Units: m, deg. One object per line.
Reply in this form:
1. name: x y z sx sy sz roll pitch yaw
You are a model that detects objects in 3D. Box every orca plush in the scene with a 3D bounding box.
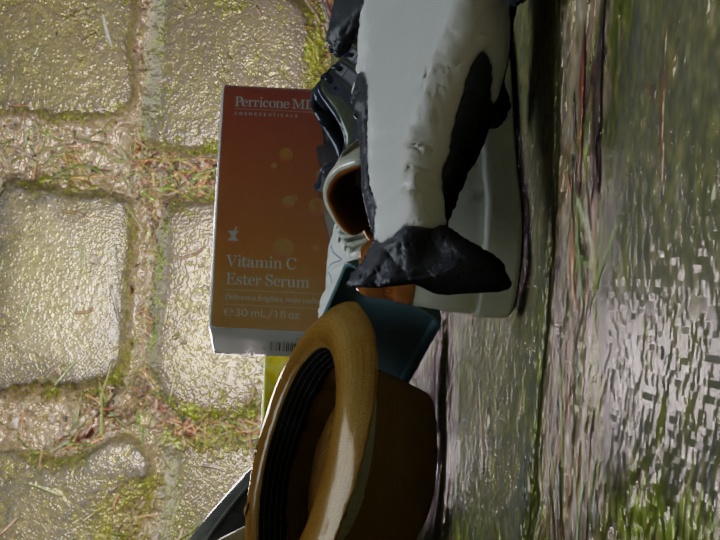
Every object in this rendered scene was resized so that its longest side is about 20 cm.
1. orca plush: 0.047 -0.076 0.646 0.105 0.071 0.202 -29 50 32

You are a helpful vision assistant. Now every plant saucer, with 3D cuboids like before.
1. plant saucer: -0.002 0.063 1.044 0.019 0.070 0.201 -54 -7 -36

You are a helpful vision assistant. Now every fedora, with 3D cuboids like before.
1. fedora: -0.007 0.123 0.977 0.200 0.081 0.203 -166 90 -71

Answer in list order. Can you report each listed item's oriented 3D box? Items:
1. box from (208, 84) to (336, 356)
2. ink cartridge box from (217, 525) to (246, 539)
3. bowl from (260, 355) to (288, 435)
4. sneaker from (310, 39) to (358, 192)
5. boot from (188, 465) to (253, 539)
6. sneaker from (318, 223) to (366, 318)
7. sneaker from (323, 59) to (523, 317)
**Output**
1. box: -0.044 -0.037 1.314 0.106 0.150 0.203 104 168 -77
2. ink cartridge box: -0.096 0.269 1.061 0.145 0.199 0.146 57 146 15
3. bowl: -0.038 0.111 1.484 0.200 0.106 0.203 -178 90 -87
4. sneaker: 0.006 -0.137 1.122 0.074 0.080 0.202 105 167 -67
5. boot: -0.062 0.201 1.277 0.201 0.072 0.183 -63 -33 -32
6. sneaker: 0.000 0.000 1.108 0.200 0.074 0.088 140 123 -84
7. sneaker: 0.026 -0.063 0.731 0.201 0.084 0.073 -89 2 -49
